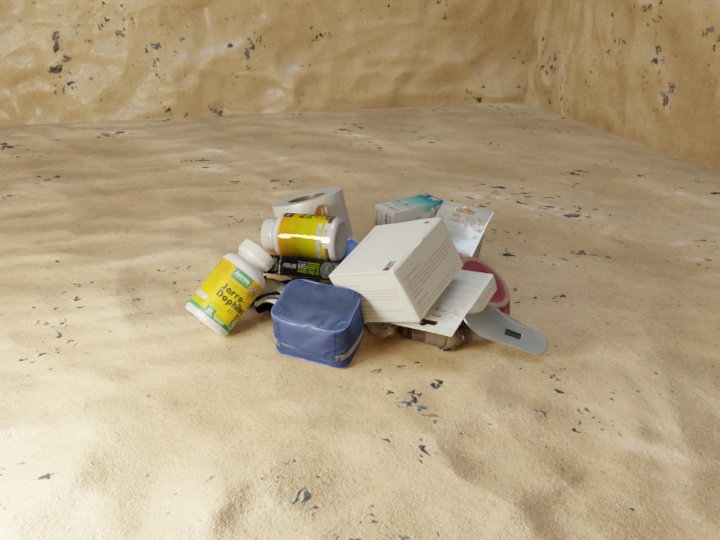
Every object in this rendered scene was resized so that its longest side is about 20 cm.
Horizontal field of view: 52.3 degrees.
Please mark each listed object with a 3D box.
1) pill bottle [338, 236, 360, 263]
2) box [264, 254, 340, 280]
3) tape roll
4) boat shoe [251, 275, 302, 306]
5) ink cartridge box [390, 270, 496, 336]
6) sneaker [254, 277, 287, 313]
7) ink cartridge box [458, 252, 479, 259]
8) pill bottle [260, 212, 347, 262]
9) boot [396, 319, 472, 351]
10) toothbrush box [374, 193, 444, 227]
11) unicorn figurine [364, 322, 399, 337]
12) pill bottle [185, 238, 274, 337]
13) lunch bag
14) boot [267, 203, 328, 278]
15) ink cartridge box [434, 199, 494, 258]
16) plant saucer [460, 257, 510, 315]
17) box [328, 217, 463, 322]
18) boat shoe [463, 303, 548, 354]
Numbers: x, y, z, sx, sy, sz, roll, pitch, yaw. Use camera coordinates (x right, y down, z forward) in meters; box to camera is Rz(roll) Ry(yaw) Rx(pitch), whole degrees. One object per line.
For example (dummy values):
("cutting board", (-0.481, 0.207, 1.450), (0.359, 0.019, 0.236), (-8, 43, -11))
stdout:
("pill bottle", (0.000, 0.000, 1.823), (0.112, 0.113, 0.199), (-19, 41, -40))
("box", (-0.150, -0.007, 1.743), (0.198, 0.045, 0.159), (7, -1, -37))
("tape roll", (-0.132, -0.137, 2.021), (0.200, 0.141, 0.203), (-13, 14, 3))
("boat shoe", (-0.232, 0.040, 1.767), (0.197, 0.069, 0.084), (-3, 25, -14))
("ink cartridge box", (0.182, 0.075, 1.591), (0.159, 0.048, 0.200), (9, 45, 36))
("sneaker", (-0.150, 0.094, 1.682), (0.198, 0.076, 0.088), (19, 57, 11))
("ink cartridge box", (0.195, 0.019, 1.856), (0.144, 0.086, 0.200), (17, 30, 28))
("pill bottle", (-0.138, -0.083, 1.783), (0.198, 0.111, 0.109), (6, 24, 18))
("boot", (0.163, 0.120, 1.664), (0.144, 0.071, 0.200), (3, 25, -16))
("toothbrush box", (0.137, -0.124, 2.084), (0.199, 0.148, 0.085), (-18, 31, -37))
("unicorn figurine", (0.023, 0.096, 1.686), (0.198, 0.075, 0.138), (9, 33, 16))
("pill bottle", (-0.279, 0.035, 1.603), (0.112, 0.113, 0.201), (27, 75, 42))
("lunch bag", (-0.096, 0.117, 1.548), (0.198, 0.133, 0.136), (12, 43, 18))
("boot", (-0.161, -0.078, 1.879), (0.153, 0.203, 0.074), (7, 0, -12))
("ink cartridge box", (0.262, -0.091, 2.022), (0.159, 0.047, 0.201), (17, 64, 29))
("plant saucer", (0.281, 0.041, 1.745), (0.199, 0.051, 0.202), (22, 40, -19))
("box", (0.078, 0.000, 1.574), (0.199, 0.132, 0.199), (-4, 33, 45))
("boat shoe", (0.321, 0.128, 1.637), (0.200, 0.075, 0.086), (22, -2, 11))
